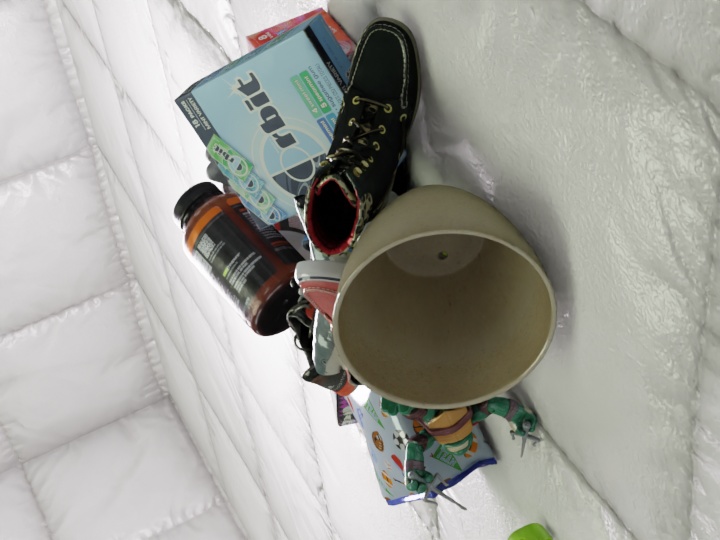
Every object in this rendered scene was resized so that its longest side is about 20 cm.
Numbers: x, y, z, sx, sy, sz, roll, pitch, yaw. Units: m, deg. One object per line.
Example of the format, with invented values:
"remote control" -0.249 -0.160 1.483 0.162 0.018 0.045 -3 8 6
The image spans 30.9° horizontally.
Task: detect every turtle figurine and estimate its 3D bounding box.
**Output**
"turtle figurine" 0.091 0.156 1.312 0.101 0.149 0.201 47 173 38

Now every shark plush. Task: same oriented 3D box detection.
"shark plush" -0.038 0.023 1.363 0.091 0.082 0.202 -67 -37 -48

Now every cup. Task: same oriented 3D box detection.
"cup" 0.072 0.004 1.190 0.144 0.197 0.203 -92 -7 -53

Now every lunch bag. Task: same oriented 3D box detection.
"lunch bag" 0.056 0.182 1.543 0.172 0.122 0.200 67 154 7

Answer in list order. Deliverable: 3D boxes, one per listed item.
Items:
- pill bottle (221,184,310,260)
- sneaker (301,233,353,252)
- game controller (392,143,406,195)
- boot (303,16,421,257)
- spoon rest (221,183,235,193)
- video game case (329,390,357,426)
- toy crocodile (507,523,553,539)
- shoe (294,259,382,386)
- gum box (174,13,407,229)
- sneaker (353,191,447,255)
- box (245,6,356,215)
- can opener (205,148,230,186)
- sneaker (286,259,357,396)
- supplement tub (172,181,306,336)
"pill bottle" -0.118 -0.050 1.716 0.116 0.114 0.203 95 166 -58
"sneaker" 0.019 0.015 1.444 0.200 0.078 0.066 43 150 10
"game controller" 0.005 -0.106 1.426 0.103 0.042 0.202 21 143 19
"boot" 0.003 -0.122 1.210 0.154 0.072 0.207 -58 -20 -67
"spoon rest" -0.121 -0.166 1.618 0.201 0.060 0.100 -55 42 28
"video game case" -0.035 0.079 1.762 0.182 0.035 0.202 91 168 -55
"toy crocodile" 0.197 0.365 1.457 0.067 0.061 0.202 41 154 56
"shoe" 0.002 0.060 1.285 0.199 0.071 0.093 30 -117 -50
"gum box" -0.075 -0.150 1.356 0.198 0.045 0.171 -20 112 38
"sneaker" 0.040 -0.012 1.381 0.200 0.075 0.106 40 157 34
"box" -0.057 -0.176 1.468 0.095 0.101 0.202 53 159 40
"can opener" -0.108 -0.102 1.595 0.067 0.198 0.054 -39 46 43
"sneaker" -0.043 0.040 1.478 0.077 0.081 0.203 -42 46 44
"supplement tub" -0.146 -0.021 1.589 0.200 0.106 0.108 46 156 26
